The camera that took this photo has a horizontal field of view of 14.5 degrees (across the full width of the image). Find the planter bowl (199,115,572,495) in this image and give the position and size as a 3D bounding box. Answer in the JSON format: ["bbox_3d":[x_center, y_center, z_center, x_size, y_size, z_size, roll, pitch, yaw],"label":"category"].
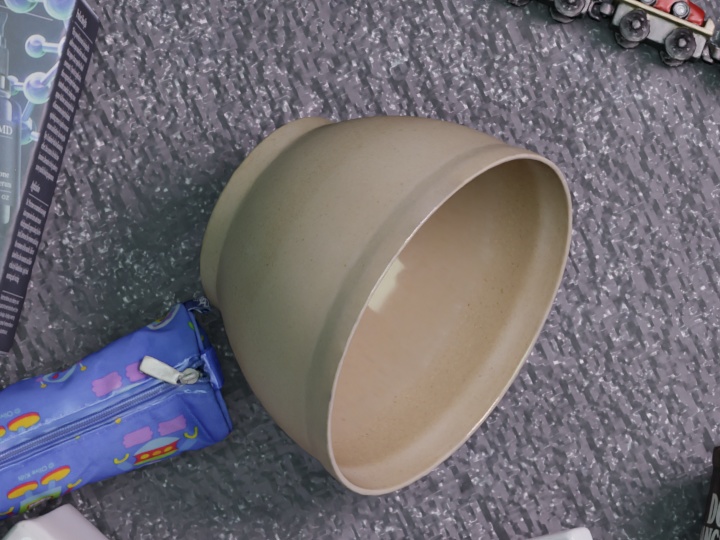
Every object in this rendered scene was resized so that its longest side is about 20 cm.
[{"bbox_3d":[0.000,0.000,1.510,0.134,0.200,0.201,31,88,29],"label":"planter bowl"}]

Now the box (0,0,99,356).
[{"bbox_3d":[-0.241,-0.069,1.541,0.147,0.107,0.201,15,87,1],"label":"box"}]

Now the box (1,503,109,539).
[{"bbox_3d":[-0.147,0.250,1.480,0.199,0.200,0.171,42,90,1],"label":"box"}]

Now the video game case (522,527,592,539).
[{"bbox_3d":[0.072,0.251,1.517,0.181,0.023,0.201,-17,86,38],"label":"video game case"}]

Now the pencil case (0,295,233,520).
[{"bbox_3d":[-0.162,0.084,1.527,0.199,0.087,0.079,-21,86,-13],"label":"pencil case"}]

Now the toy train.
[{"bbox_3d":[0.165,-0.143,1.580,0.199,0.034,0.046,21,84,1],"label":"toy train"}]

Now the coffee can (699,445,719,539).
[{"bbox_3d":[0.241,0.206,1.508,0.145,0.146,0.202,11,88,1],"label":"coffee can"}]
